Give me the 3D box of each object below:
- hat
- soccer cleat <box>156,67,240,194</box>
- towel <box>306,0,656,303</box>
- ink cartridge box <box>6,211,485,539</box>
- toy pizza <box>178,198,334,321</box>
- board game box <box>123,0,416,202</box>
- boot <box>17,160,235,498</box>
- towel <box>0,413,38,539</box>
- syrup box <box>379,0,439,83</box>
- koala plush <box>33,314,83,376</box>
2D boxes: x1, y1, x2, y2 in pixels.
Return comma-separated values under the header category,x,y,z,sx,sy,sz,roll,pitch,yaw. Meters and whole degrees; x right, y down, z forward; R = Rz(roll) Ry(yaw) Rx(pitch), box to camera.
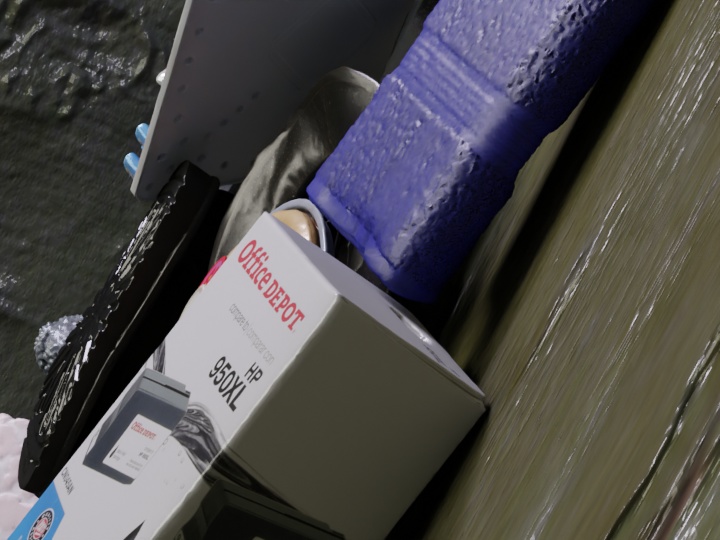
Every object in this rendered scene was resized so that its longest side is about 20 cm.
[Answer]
category,x,y,z,sx,sy,sz,roll,pitch,yaw
hat,0.000,0.000,1.299,0.201,0.081,0.201,-39,42,47
soccer cleat,-0.089,-0.032,1.564,0.069,0.085,0.201,-22,-65,-70
towel,0.063,-0.082,1.147,0.200,0.049,0.148,-54,24,7
ink cartridge box,-0.055,0.089,1.059,0.200,0.084,0.145,-52,21,3
toy pizza,-0.071,0.055,1.240,0.200,0.032,0.200,-54,23,35
board game box,-0.027,-0.136,1.421,0.200,0.026,0.200,-13,-40,-35
boot,-0.078,0.061,1.407,0.211,0.158,0.079,-58,14,2
towel,-0.161,0.185,1.437,0.032,0.199,0.191,83,-151,-53
syrup box,0.091,-0.173,1.366,0.200,0.079,0.082,-60,6,31
koala plush,-0.146,0.159,1.829,0.200,0.183,0.178,92,-176,-47
